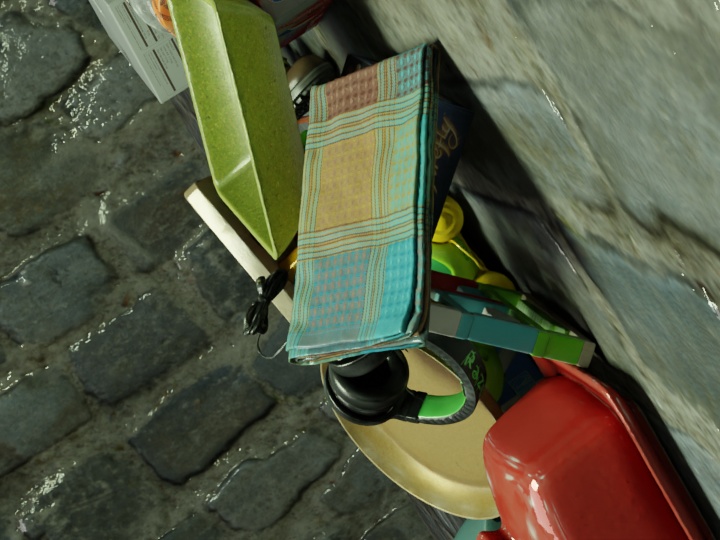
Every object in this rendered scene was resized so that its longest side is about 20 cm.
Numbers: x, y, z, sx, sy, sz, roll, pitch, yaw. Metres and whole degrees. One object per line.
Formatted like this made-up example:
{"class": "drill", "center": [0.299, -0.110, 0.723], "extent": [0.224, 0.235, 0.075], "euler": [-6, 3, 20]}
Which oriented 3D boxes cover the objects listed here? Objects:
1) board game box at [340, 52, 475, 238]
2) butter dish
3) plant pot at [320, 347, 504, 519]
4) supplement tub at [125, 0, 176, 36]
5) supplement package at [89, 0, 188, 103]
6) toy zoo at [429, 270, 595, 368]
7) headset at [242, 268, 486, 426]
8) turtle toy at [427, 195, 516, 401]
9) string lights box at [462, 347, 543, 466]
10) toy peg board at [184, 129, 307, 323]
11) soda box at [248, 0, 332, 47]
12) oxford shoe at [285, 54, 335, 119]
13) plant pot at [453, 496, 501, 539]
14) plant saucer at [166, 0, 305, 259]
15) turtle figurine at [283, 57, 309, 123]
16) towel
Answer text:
{"class": "board game box", "center": [0.013, -0.073, 1.324], "extent": [0.034, 0.136, 0.200], "euler": [15, -170, -20]}
{"class": "butter dish", "center": [0.152, 0.176, 1.361], "extent": [0.200, 0.147, 0.200], "euler": [58, 174, -14]}
{"class": "plant pot", "center": [0.053, 0.119, 1.505], "extent": [0.199, 0.027, 0.201], "euler": [30, 145, 24]}
{"class": "supplement tub", "center": [-0.177, -0.296, 1.693], "extent": [0.200, 0.122, 0.123], "euler": [50, 171, 44]}
{"class": "supplement package", "center": [-0.257, -0.326, 2.218], "extent": [0.200, 0.111, 0.156], "euler": [51, 171, 49]}
{"class": "toy zoo", "center": [0.056, 0.022, 1.333], "extent": [0.199, 0.021, 0.131], "euler": [13, -169, -20]}
{"class": "headset", "center": [0.004, 0.052, 1.413], "extent": [0.199, 0.094, 0.124], "euler": [11, 145, 20]}
{"class": "turtle toy", "center": [0.061, 0.023, 1.511], "extent": [0.201, 0.101, 0.146], "euler": [56, 174, -8]}
{"class": "string lights box", "center": [0.086, 0.085, 1.627], "extent": [0.200, 0.102, 0.059], "euler": [52, 174, 36]}
{"class": "toy peg board", "center": [-0.042, -0.045, 1.807], "extent": [0.199, 0.098, 0.200], "euler": [50, -159, 3]}
{"class": "soda box", "center": [-0.067, -0.222, 1.472], "extent": [0.070, 0.063, 0.200], "euler": [59, 173, -3]}
{"class": "oxford shoe", "center": [-0.090, -0.164, 1.694], "extent": [0.085, 0.073, 0.200], "euler": [57, 149, -6]}
{"class": "plant pot", "center": [0.161, 0.266, 1.597], "extent": [0.200, 0.199, 0.188], "euler": [54, 159, 28]}
{"class": "plant saucer", "center": [-0.090, -0.133, 1.418], "extent": [0.200, 0.048, 0.201], "euler": [-136, 30, -65]}
{"class": "turtle figurine", "center": [-0.107, -0.220, 1.796], "extent": [0.200, 0.064, 0.162], "euler": [33, 156, 54]}
{"class": "towel", "center": [0.000, -0.041, 1.243], "extent": [0.146, 0.022, 0.202], "euler": [-14, 69, 52]}
